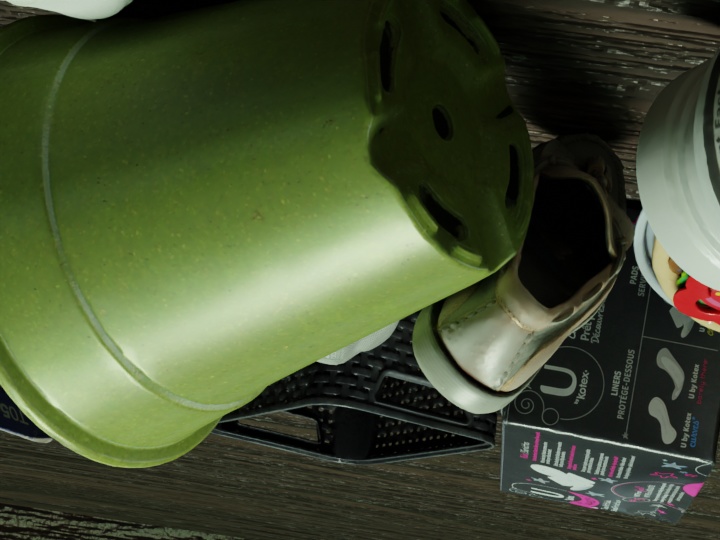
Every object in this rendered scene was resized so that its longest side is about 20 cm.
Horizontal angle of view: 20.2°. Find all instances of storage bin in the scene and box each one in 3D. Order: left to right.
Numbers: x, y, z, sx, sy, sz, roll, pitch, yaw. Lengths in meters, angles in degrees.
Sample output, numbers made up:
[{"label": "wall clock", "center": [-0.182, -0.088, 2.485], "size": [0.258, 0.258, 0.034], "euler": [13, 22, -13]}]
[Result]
[{"label": "storage bin", "center": [-0.006, 0.065, 1.338], "size": [0.134, 0.095, 0.199], "euler": [16, 165, -27]}]

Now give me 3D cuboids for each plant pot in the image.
[{"label": "plant pot", "center": [-0.036, -0.036, 0.828], "size": [0.189, 0.202, 0.199], "euler": [-16, 155, 32]}]

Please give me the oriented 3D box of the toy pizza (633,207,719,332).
[{"label": "toy pizza", "center": [0.227, -0.006, 0.940], "size": [0.198, 0.032, 0.201], "euler": [4, 149, 2]}]

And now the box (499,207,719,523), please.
[{"label": "box", "center": [0.140, 0.053, 1.125], "size": [0.114, 0.133, 0.200], "euler": [10, 165, 5]}]

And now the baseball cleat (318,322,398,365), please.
[{"label": "baseball cleat", "center": [0.000, 0.000, 1.053], "size": [0.070, 0.106, 0.200], "euler": [44, 179, 22]}]

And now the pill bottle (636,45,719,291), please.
[{"label": "pill bottle", "center": [0.190, -0.053, 0.717], "size": [0.115, 0.118, 0.200], "euler": [14, 165, -22]}]

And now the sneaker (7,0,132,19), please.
[{"label": "sneaker", "center": [-0.153, -0.117, 0.721], "size": [0.075, 0.089, 0.200], "euler": [-2, 163, 30]}]

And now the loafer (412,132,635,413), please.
[{"label": "loafer", "center": [0.087, -0.011, 0.879], "size": [0.072, 0.200, 0.063], "euler": [42, 127, -3]}]

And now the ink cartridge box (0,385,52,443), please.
[{"label": "ink cartridge box", "center": [-0.223, -0.030, 0.929], "size": [0.040, 0.201, 0.199], "euler": [-37, 149, 14]}]
